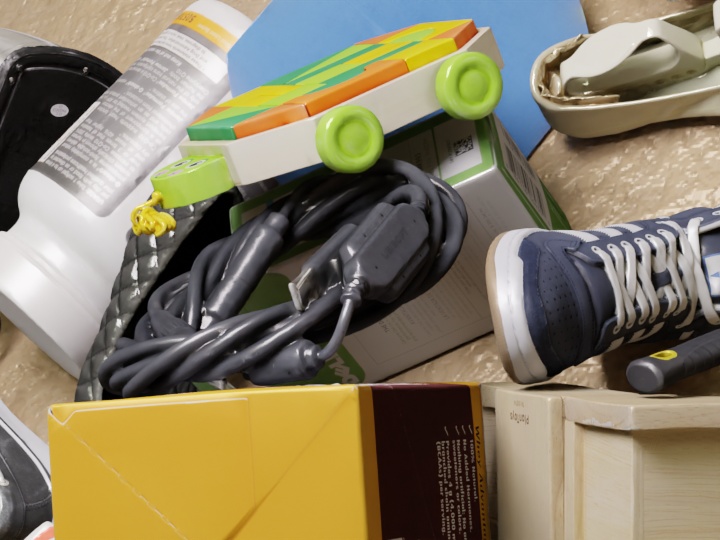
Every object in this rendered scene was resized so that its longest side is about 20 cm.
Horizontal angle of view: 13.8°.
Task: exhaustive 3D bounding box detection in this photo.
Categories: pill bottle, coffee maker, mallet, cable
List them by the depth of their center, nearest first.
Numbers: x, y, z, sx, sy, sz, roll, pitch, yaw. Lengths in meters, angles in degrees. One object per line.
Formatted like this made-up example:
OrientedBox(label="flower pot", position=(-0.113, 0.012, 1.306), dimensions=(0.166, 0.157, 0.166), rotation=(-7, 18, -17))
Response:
OrientedBox(label="mallet", position=(0.178, 0.023, 1.343), dimensions=(0.200, 0.041, 0.066), rotation=(-13, 22, -40))
OrientedBox(label="cable", position=(-0.034, 0.009, 1.384), dimensions=(0.163, 0.051, 0.200), rotation=(-23, 16, 27))
OrientedBox(label="pill bottle", position=(-0.113, -0.042, 1.621), dimensions=(0.200, 0.116, 0.116), rotation=(-46, 43, -10))
OrientedBox(label="coffee maker", position=(-0.251, -0.069, 1.727), dimensions=(0.192, 0.135, 0.200), rotation=(-51, 43, -12))

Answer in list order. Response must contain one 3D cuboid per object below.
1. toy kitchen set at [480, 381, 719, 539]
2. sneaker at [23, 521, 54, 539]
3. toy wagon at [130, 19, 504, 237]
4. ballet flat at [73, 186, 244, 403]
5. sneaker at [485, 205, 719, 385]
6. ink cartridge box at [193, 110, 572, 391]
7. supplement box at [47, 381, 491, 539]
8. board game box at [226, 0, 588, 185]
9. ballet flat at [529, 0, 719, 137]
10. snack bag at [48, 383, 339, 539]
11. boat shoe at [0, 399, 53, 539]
OrientedBox(label="toy kitchen set", position=(0.160, 0.134, 1.328), dimensions=(0.200, 0.180, 0.163), rotation=(-177, 86, -73))
OrientedBox(label="sneaker", position=(-0.113, 0.156, 1.481), dimensions=(0.200, 0.077, 0.082), rotation=(-45, 49, -6))
OrientedBox(label="toy wagon", position=(-0.027, -0.072, 1.466), dimensions=(0.200, 0.040, 0.155), rotation=(-25, 12, -23))
OrientedBox(label="ballet flat", position=(-0.105, 0.044, 1.536), dimensions=(0.057, 0.066, 0.200), rotation=(-175, 98, -68))
OrientedBox(label="sneaker", position=(0.131, 0.007, 1.380), dimensions=(0.108, 0.200, 0.070), rotation=(-9, 91, 20))
OrientedBox(label="ink cartridge box", position=(0.000, 0.000, 1.517), dimensions=(0.200, 0.104, 0.059), rotation=(-25, 43, 15))
OrientedBox(label="supplement box", position=(-0.029, 0.148, 1.266), dimensions=(0.133, 0.200, 0.197), rotation=(-5, 87, 16))
OrientedBox(label="board game box", position=(0.025, -0.109, 1.596), dimensions=(0.200, 0.158, 0.039), rotation=(-51, 6, -14))
OrientedBox(label="ballet flat", position=(0.177, -0.112, 1.523), dimensions=(0.200, 0.069, 0.069), rotation=(-14, 47, 24))
OrientedBox(label="snack bag", position=(-0.061, 0.176, 1.399), dimensions=(0.200, 0.021, 0.189), rotation=(-25, 74, 14))
OrientedBox(label="boat shoe", position=(-0.235, 0.089, 1.596), dimensions=(0.199, 0.068, 0.074), rotation=(42, 112, 35))
